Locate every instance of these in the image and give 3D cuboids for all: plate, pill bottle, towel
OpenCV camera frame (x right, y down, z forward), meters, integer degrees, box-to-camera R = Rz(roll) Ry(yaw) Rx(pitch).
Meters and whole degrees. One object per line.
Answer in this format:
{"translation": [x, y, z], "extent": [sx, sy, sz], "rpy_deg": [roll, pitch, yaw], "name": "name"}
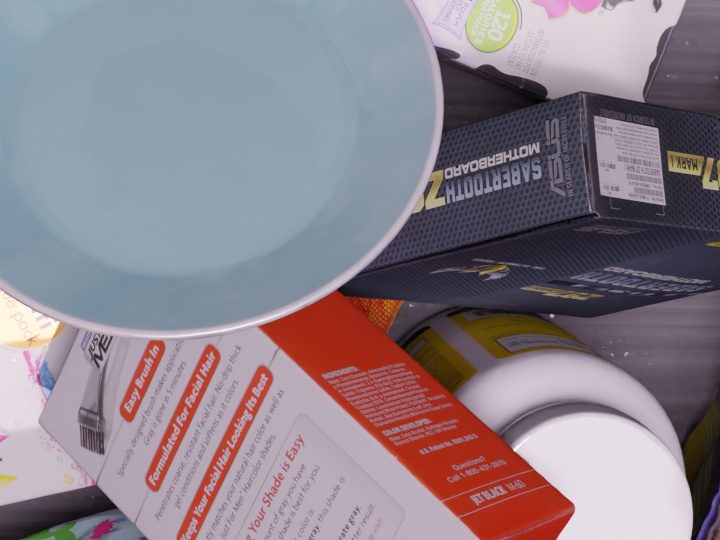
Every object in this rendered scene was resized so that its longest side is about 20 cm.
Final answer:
{"translation": [-0.068, -0.058, 0.852], "extent": [0.199, 0.026, 0.201], "rpy_deg": [0, 60, 1], "name": "plate"}
{"translation": [0.070, 0.082, 0.943], "extent": [0.112, 0.200, 0.113], "rpy_deg": [-1, 98, -8], "name": "pill bottle"}
{"translation": [0.138, 0.119, 0.951], "extent": [0.023, 0.144, 0.200], "rpy_deg": [24, 53, 4], "name": "towel"}

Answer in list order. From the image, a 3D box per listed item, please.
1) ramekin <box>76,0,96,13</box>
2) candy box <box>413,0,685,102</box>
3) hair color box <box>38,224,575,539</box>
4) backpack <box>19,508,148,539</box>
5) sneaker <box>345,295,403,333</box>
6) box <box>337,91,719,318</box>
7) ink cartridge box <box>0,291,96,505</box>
{"translation": [-0.210, -0.110, 0.927], "extent": [0.199, 0.098, 0.202], "rpy_deg": [-1, 98, -8], "name": "ramekin"}
{"translation": [0.054, -0.174, 0.972], "extent": [0.199, 0.072, 0.168], "rpy_deg": [21, 94, -10], "name": "candy box"}
{"translation": [-0.026, 0.073, 0.855], "extent": [0.200, 0.064, 0.111], "rpy_deg": [42, 121, 26], "name": "hair color box"}
{"translation": [-0.063, 0.182, 0.952], "extent": [0.199, 0.150, 0.178], "rpy_deg": [-19, 109, -37], "name": "backpack"}
{"translation": [0.000, 0.000, 0.961], "extent": [0.077, 0.073, 0.201], "rpy_deg": [17, 74, -21], "name": "sneaker"}
{"translation": [0.091, -0.021, 0.911], "extent": [0.199, 0.157, 0.051], "rpy_deg": [6, 76, -46], "name": "box"}
{"translation": [-0.120, 0.030, 0.974], "extent": [0.199, 0.068, 0.116], "rpy_deg": [-12, 101, -8], "name": "ink cartridge box"}
